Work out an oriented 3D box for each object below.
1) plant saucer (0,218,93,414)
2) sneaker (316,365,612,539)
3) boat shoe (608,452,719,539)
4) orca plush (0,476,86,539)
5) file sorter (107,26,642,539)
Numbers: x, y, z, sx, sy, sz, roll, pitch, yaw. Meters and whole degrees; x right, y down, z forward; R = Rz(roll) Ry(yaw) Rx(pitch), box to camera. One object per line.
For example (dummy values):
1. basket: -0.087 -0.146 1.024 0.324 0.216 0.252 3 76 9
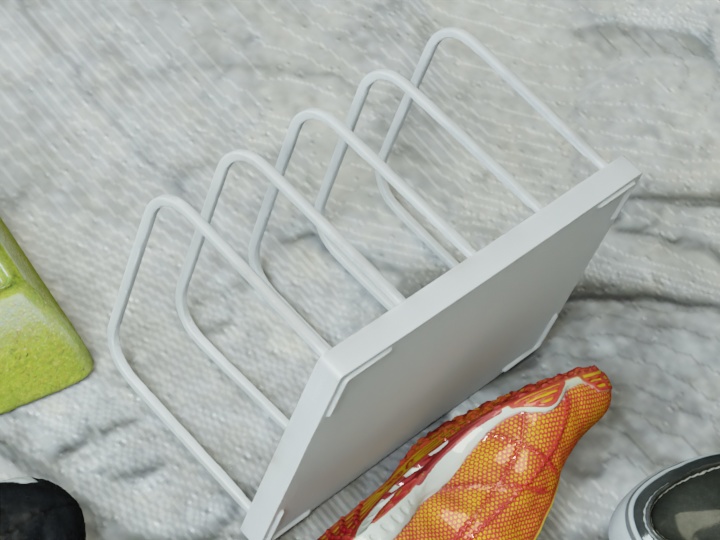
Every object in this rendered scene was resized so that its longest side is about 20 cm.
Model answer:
1. plant saucer: -0.243 -0.009 0.942 0.200 0.048 0.200 -22 66 -33
2. sneaker: 0.050 0.111 0.968 0.200 0.073 0.077 -39 97 -34
3. boat shoe: 0.211 0.106 1.028 0.200 0.057 0.069 -7 58 -26
4. orca plush: -0.196 0.117 0.851 0.200 0.071 0.105 -4 57 -24
5. file sorter: 0.000 0.000 0.973 0.125 0.139 0.200 44 52 17
